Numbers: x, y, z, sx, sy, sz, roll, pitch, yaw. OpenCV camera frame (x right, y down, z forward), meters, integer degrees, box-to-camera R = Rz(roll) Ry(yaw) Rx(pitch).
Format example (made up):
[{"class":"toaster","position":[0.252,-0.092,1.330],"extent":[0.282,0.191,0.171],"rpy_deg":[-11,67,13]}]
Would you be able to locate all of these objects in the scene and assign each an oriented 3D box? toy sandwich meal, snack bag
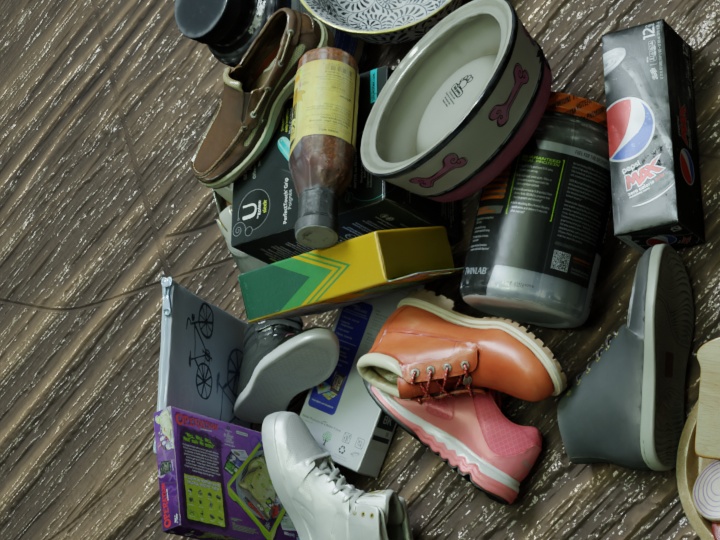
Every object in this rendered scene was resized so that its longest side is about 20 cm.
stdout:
[{"class":"toy sandwich meal","position":[0.336,0.146,1.441],"extent":[0.205,0.070,0.206],"rpy_deg":[-14,66,35]},{"class":"snack bag","position":[-0.159,0.123,1.771],"extent":[0.021,0.200,0.189],"rpy_deg":[-6,71,22]}]

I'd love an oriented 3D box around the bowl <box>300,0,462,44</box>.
[{"class":"bowl","position":[0.036,-0.302,1.808],"extent":[0.200,0.094,0.201],"rpy_deg":[-7,60,12]}]

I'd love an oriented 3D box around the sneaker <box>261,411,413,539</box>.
[{"class":"sneaker","position":[-0.013,0.213,1.680],"extent":[0.115,0.074,0.201],"rpy_deg":[-28,81,33]}]

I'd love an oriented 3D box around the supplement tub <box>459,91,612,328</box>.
[{"class":"supplement tub","position":[0.169,-0.056,1.613],"extent":[0.122,0.122,0.201],"rpy_deg":[6,79,40]}]

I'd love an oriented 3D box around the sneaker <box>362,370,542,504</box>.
[{"class":"sneaker","position":[0.089,0.134,1.650],"extent":[0.200,0.074,0.087],"rpy_deg":[37,85,27]}]

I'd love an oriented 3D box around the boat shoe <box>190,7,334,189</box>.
[{"class":"boat shoe","position":[-0.115,-0.177,1.753],"extent":[0.203,0.075,0.075],"rpy_deg":[-55,46,6]}]

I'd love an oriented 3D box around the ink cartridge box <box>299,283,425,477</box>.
[{"class":"ink cartridge box","position":[0.007,0.096,1.748],"extent":[0.099,0.039,0.201],"rpy_deg":[20,89,42]}]

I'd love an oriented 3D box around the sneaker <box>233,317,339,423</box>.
[{"class":"sneaker","position":[-0.076,0.073,1.762],"extent":[0.200,0.070,0.100],"rpy_deg":[134,144,-55]}]

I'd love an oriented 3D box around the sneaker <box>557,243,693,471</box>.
[{"class":"sneaker","position":[0.229,0.075,1.550],"extent":[0.106,0.075,0.201],"rpy_deg":[-4,74,39]}]

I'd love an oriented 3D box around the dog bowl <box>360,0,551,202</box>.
[{"class":"dog bowl","position":[0.092,-0.150,1.605],"extent":[0.200,0.074,0.200],"rpy_deg":[-41,27,26]}]

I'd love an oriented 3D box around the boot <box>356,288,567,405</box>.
[{"class":"boot","position":[0.090,0.092,1.594],"extent":[0.200,0.075,0.107],"rpy_deg":[17,49,40]}]

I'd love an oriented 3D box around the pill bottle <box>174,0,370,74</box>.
[{"class":"pill bottle","position":[-0.092,-0.257,1.837],"extent":[0.112,0.200,0.112],"rpy_deg":[-14,70,42]}]

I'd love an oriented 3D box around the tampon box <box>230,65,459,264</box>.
[{"class":"tampon box","position":[-0.016,-0.094,1.773],"extent":[0.200,0.126,0.150],"rpy_deg":[-15,63,35]}]

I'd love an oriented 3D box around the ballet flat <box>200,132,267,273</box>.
[{"class":"ballet flat","position":[-0.136,-0.069,1.904],"extent":[0.067,0.064,0.201],"rpy_deg":[-34,57,26]}]

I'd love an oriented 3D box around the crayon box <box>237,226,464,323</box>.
[{"class":"crayon box","position":[0.000,0.000,1.674],"extent":[0.199,0.126,0.052],"rpy_deg":[-16,84,33]}]

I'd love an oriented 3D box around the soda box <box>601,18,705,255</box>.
[{"class":"soda box","position":[0.265,-0.121,1.590],"extent":[0.063,0.071,0.201],"rpy_deg":[-13,67,30]}]

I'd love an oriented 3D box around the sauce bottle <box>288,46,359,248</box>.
[{"class":"sauce bottle","position":[-0.036,-0.116,1.651],"extent":[0.066,0.066,0.201],"rpy_deg":[-20,50,33]}]

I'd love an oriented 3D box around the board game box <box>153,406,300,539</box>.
[{"class":"board game box","position":[-0.119,0.210,1.703],"extent":[0.032,0.200,0.120],"rpy_deg":[-20,62,34]}]
